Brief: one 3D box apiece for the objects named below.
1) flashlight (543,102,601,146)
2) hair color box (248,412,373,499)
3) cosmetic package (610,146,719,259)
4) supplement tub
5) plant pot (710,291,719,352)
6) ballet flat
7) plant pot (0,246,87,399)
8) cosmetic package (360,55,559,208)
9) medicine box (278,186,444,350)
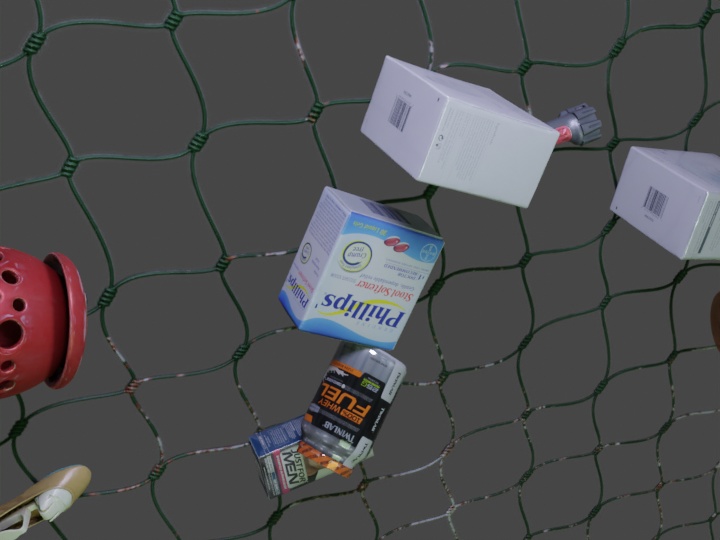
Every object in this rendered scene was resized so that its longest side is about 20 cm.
[{"bbox_3d":[0.291,-0.200,1.479,0.197,0.068,0.069,-20,123,-14],"label":"flashlight"},{"bbox_3d":[-0.082,0.300,1.580,0.197,0.061,0.101,-20,124,-15],"label":"hair color box"},{"bbox_3d":[0.574,-0.114,1.573,0.197,0.200,0.125,2,117,-27],"label":"cosmetic package"},{"bbox_3d":[-0.017,0.220,1.488,0.122,0.122,0.202,33,78,-36],"label":"supplement tub"},{"bbox_3d":[0.783,0.102,1.823,0.137,0.201,0.203,-6,121,-4],"label":"plant pot"},{"bbox_3d":[-0.498,0.369,1.413,0.198,0.063,0.069,-28,126,-10],"label":"ballet flat"},{"bbox_3d":[-0.459,0.067,1.187,0.180,0.200,0.203,1,117,-35],"label":"plant pot"},{"bbox_3d":[0.137,-0.197,1.322,0.197,0.200,0.125,9,113,-29],"label":"cosmetic package"},{"bbox_3d":[0.000,0.000,1.426,0.180,0.103,0.202,14,109,-31],"label":"medicine box"}]
